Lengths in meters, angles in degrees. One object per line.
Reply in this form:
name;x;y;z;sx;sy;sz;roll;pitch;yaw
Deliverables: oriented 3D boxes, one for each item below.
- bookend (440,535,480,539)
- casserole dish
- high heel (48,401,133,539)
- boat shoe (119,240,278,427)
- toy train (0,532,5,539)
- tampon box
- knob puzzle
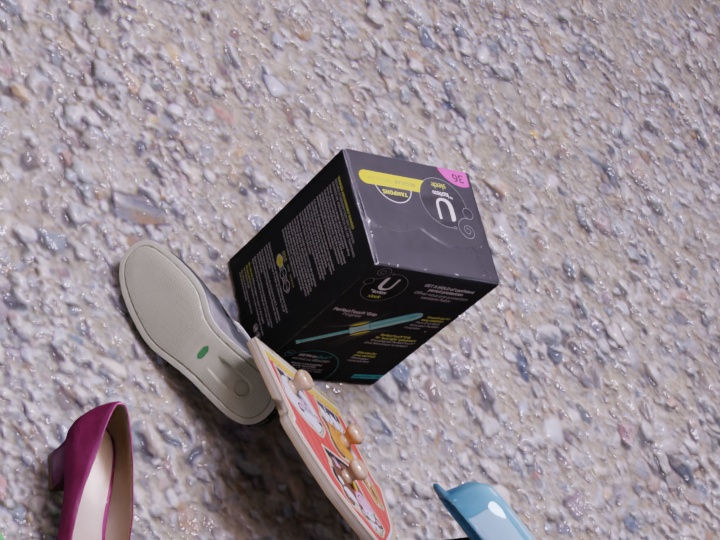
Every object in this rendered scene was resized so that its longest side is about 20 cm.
bookend;0.036;0.334;1.590;0.198;0.092;0.201;0;61;-40
casserole dish;0.135;0.245;1.586;0.039;0.121;0.200;-37;89;-6
high heel;-0.198;0.206;1.524;0.067;0.096;0.201;14;51;-34
boat shoe;-0.144;0.059;1.725;0.200;0.072;0.068;49;3;11
toy train;-0.261;0.264;1.469;0.056;0.042;0.200;-14;69;-57
tampon box;0.000;0.000;1.780;0.150;0.200;0.127;9;54;-38
knob puzzle;-0.014;0.161;1.679;0.220;0.030;0.220;56;8;-11
